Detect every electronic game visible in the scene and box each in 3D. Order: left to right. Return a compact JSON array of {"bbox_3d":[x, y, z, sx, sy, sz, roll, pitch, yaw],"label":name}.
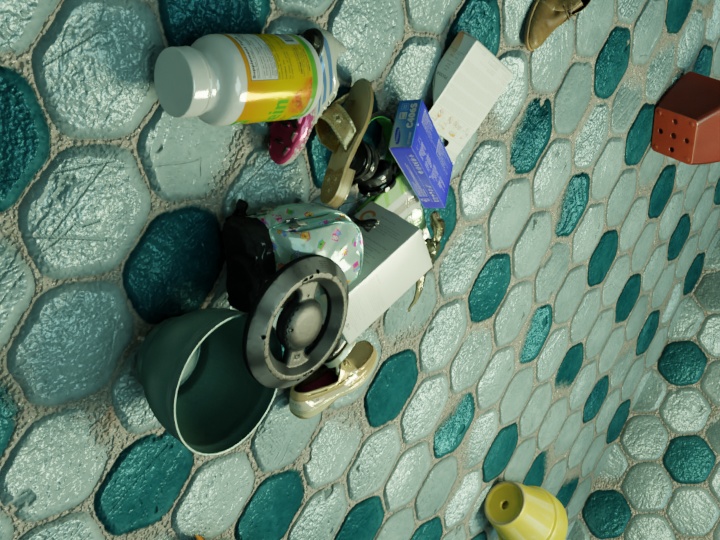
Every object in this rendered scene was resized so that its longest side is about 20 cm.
[{"bbox_3d":[-0.087,0.073,1.105,0.200,0.041,0.201,-29,131,-39],"label":"electronic game"}]

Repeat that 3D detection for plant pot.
[{"bbox_3d":[-0.225,0.139,1.093,0.200,0.134,0.201,-28,126,-47],"label":"plant pot"},{"bbox_3d":[0.445,0.681,2.178,0.189,0.200,0.201,41,77,-35],"label":"plant pot"},{"bbox_3d":[0.910,-0.399,2.142,0.176,0.200,0.201,-27,130,-23],"label":"plant pot"}]

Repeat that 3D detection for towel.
[{"bbox_3d":[0.066,-0.071,1.422,0.149,0.031,0.201,-46,139,-25],"label":"towel"}]

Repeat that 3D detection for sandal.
[{"bbox_3d":[-0.039,-0.205,1.169,0.069,0.077,0.213,20,75,-33],"label":"sandal"}]

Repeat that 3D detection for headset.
[{"bbox_3d":[0.020,-0.161,1.264,0.123,0.094,0.201,39,68,-52],"label":"headset"}]

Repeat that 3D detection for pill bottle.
[{"bbox_3d":[-0.154,-0.242,0.994,0.199,0.111,0.112,-17,122,-44],"label":"pill bottle"}]

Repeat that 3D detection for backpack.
[{"bbox_3d":[-0.096,-0.024,1.165,0.199,0.126,0.168,-18,126,-36],"label":"backpack"}]

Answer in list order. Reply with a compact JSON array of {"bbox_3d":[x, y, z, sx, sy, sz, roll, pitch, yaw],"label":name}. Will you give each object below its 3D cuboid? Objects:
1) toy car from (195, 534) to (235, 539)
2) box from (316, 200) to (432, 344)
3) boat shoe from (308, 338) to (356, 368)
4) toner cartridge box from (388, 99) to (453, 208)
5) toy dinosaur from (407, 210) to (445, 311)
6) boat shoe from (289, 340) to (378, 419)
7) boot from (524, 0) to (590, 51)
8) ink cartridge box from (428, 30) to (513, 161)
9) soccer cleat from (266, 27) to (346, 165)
[{"bbox_3d":[-0.225,0.516,1.329,0.184,0.177,0.201,-32,105,-18],"label":"toy car"},{"bbox_3d":[0.000,0.000,1.286,0.200,0.124,0.098,-42,138,-17],"label":"box"},{"bbox_3d":[-0.017,0.072,1.367,0.061,0.072,0.202,43,64,-20],"label":"boat shoe"},{"bbox_3d":[0.108,-0.196,1.352,0.200,0.043,0.096,51,46,-56],"label":"toner cartridge box"},{"bbox_3d":[0.108,-0.012,1.449,0.088,0.047,0.201,2,111,-55],"label":"toy dinosaur"},{"bbox_3d":[-0.045,0.181,1.391,0.200,0.074,0.069,-38,141,-31],"label":"boat shoe"},{"bbox_3d":[0.390,-0.512,1.532,0.201,0.075,0.074,-56,144,-10],"label":"boot"},{"bbox_3d":[0.176,-0.312,1.428,0.200,0.050,0.162,-53,146,14],"label":"ink cartridge box"},{"bbox_3d":[-0.070,-0.243,1.128,0.086,0.070,0.201,8,103,-50],"label":"soccer cleat"}]
